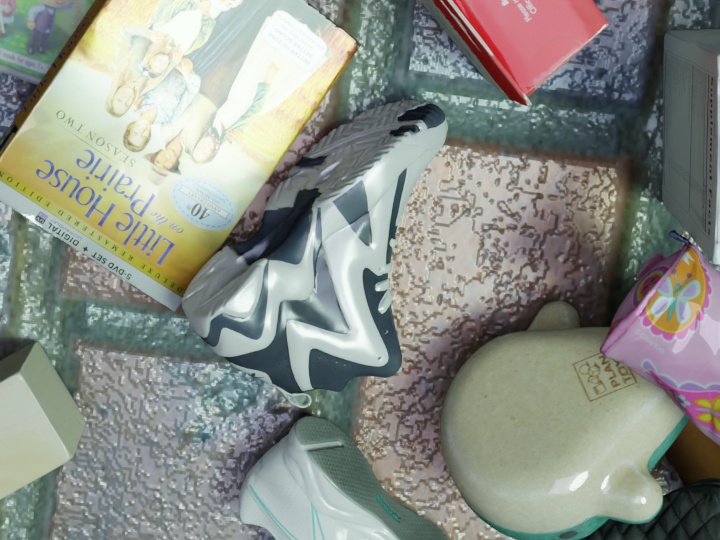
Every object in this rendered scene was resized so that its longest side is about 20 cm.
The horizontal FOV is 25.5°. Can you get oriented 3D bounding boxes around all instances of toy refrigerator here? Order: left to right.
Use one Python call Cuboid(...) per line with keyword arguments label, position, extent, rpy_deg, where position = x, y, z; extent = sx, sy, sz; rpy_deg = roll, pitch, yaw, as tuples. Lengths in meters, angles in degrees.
Cuboid(label="toy refrigerator", position=(-0.272, 0.129, 0.983), extent=(0.199, 0.076, 0.070), rpy_deg=(-29, 102, 2))

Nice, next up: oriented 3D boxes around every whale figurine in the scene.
Cuboid(label="whale figurine", position=(0.149, 0.091, 0.978), extent=(0.198, 0.160, 0.104), rpy_deg=(-26, 143, 3))

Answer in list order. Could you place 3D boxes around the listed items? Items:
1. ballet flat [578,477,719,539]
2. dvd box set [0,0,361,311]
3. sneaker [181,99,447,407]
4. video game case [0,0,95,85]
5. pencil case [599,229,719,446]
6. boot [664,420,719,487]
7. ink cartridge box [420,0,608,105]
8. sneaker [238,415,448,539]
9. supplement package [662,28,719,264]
Cuboid(label="ballet flat", position=(0.170, 0.181, 0.977), extent=(0.066, 0.200, 0.057), rpy_deg=(31, 54, -11))
Cuboid(label="dvd box set", position=(-0.113, -0.095, 0.944), extent=(0.146, 0.029, 0.201), rpy_deg=(35, 94, -24))
Cuboid(label="sneaker", position=(0.000, 0.000, 0.976), extent=(0.199, 0.079, 0.130), rpy_deg=(-48, 122, -15))
Cuboid(label="video game case", position=(-0.173, -0.200, 0.946), extent=(0.198, 0.022, 0.184), rpy_deg=(18, 100, -7))
Cuboid(label="pencil case", position=(0.228, 0.069, 0.884), extent=(0.199, 0.087, 0.088), rpy_deg=(39, 98, 8))
Cuboid(label="boot", position=(0.247, 0.145, 0.973), extent=(0.073, 0.155, 0.202), rpy_deg=(-20, 103, -3))
Cuboid(label="ink cartridge box", position=(0.068, -0.162, 0.877), extent=(0.067, 0.200, 0.116), rpy_deg=(-39, 102, 5))
Cuboid(label="sneaker", position=(0.004, 0.185, 1.022), extent=(0.080, 0.071, 0.200), rpy_deg=(-39, 99, 22))
Cuboid(label="supplement package", position=(0.238, -0.075, 0.900), extent=(0.108, 0.200, 0.115), rpy_deg=(-1, 102, 3))
